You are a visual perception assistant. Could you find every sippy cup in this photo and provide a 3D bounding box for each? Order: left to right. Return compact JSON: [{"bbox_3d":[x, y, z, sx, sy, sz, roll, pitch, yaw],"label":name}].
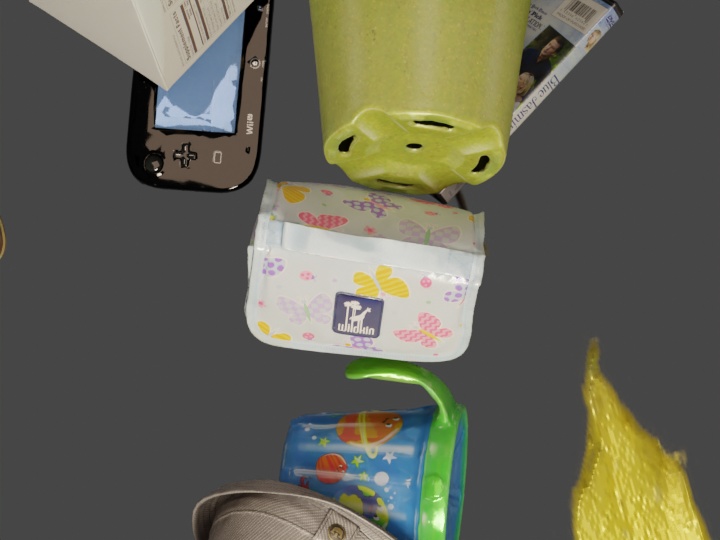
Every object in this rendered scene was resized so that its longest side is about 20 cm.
[{"bbox_3d":[0.008,0.161,1.721,0.130,0.140,0.179,4,76,8],"label":"sippy cup"}]

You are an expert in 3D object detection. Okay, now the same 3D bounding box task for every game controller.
[{"bbox_3d":[-0.121,-0.160,1.772,0.104,0.042,0.201,3,86,14],"label":"game controller"}]

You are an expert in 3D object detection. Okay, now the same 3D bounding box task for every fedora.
[{"bbox_3d":[-0.043,0.241,1.672,0.200,0.177,0.091,38,51,-13],"label":"fedora"}]

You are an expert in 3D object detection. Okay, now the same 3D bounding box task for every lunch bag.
[{"bbox_3d":[0.000,0.000,1.693,0.169,0.200,0.128,8,85,-3],"label":"lunch bag"}]

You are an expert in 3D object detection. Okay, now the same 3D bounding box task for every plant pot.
[{"bbox_3d":[0.042,-0.163,1.663,0.199,0.201,0.185,3,67,-3],"label":"plant pot"}]

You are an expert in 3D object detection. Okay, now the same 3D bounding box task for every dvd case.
[{"bbox_3d":[0.086,-0.155,1.758,0.200,0.018,0.143,-47,47,-5],"label":"dvd case"}]

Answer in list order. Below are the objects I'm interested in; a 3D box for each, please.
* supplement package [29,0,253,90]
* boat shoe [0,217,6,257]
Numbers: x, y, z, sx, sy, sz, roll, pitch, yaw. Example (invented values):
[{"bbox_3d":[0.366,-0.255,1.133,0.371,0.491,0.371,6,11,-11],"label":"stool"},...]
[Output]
[{"bbox_3d":[-0.144,-0.274,1.692,0.151,0.151,0.200,33,70,25],"label":"supplement package"},{"bbox_3d":[-0.340,-0.084,1.746,0.072,0.068,0.201,-34,88,-5],"label":"boat shoe"}]
